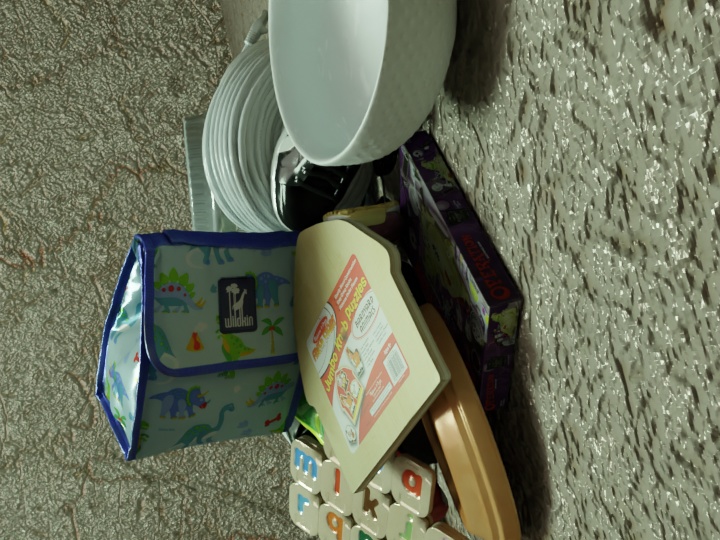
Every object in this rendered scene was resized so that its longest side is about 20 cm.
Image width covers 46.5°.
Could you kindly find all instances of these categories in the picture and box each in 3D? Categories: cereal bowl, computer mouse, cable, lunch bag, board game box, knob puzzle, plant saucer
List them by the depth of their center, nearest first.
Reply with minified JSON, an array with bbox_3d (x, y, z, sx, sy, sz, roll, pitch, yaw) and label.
[{"bbox_3d":[0.007,-0.172,0.572,0.200,0.083,0.202,23,115,61],"label":"cereal bowl"},{"bbox_3d":[0.071,-0.004,0.658,0.121,0.032,0.201,81,171,-45],"label":"board game box"},{"bbox_3d":[-0.003,0.047,0.667,0.219,0.030,0.222,20,113,57],"label":"knob puzzle"},{"bbox_3d":[0.074,0.126,0.672,0.200,0.037,0.202,160,90,-89],"label":"plant saucer"},{"bbox_3d":[-0.133,0.056,0.755,0.127,0.169,0.202,42,125,45],"label":"lunch bag"},{"bbox_3d":[0.013,-0.068,0.826,0.201,0.034,0.059,90,-156,-49],"label":"computer mouse"},{"bbox_3d":[-0.062,-0.127,0.827,0.069,0.201,0.200,11,156,43],"label":"cable"}]

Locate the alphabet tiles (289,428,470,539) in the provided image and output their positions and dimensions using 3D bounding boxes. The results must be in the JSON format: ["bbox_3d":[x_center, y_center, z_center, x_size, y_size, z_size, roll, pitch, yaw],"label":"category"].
[{"bbox_3d":[0.011,0.226,0.733,0.199,0.015,0.197,24,122,37],"label":"alphabet tiles"}]

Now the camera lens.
[{"bbox_3d":[-0.100,-0.111,0.978,0.160,0.198,0.162,174,90,-78],"label":"camera lens"}]

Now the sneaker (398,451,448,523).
[{"bbox_3d":[0.016,0.177,0.858,0.200,0.078,0.116,24,135,64],"label":"sneaker"}]

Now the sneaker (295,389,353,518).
[{"bbox_3d":[-0.014,0.142,0.802,0.201,0.074,0.084,59,142,26],"label":"sneaker"}]

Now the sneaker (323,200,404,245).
[{"bbox_3d":[0.000,0.000,0.754,0.200,0.074,0.091,130,131,-76],"label":"sneaker"}]

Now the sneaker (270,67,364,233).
[{"bbox_3d":[-0.021,-0.106,0.708,0.201,0.072,0.112,-65,22,20],"label":"sneaker"}]

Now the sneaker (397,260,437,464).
[{"bbox_3d":[0.043,0.084,0.803,0.091,0.075,0.202,111,145,-67],"label":"sneaker"}]

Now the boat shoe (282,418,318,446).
[{"bbox_3d":[-0.047,0.168,0.877,0.057,0.068,0.201,100,152,-47],"label":"boat shoe"}]
